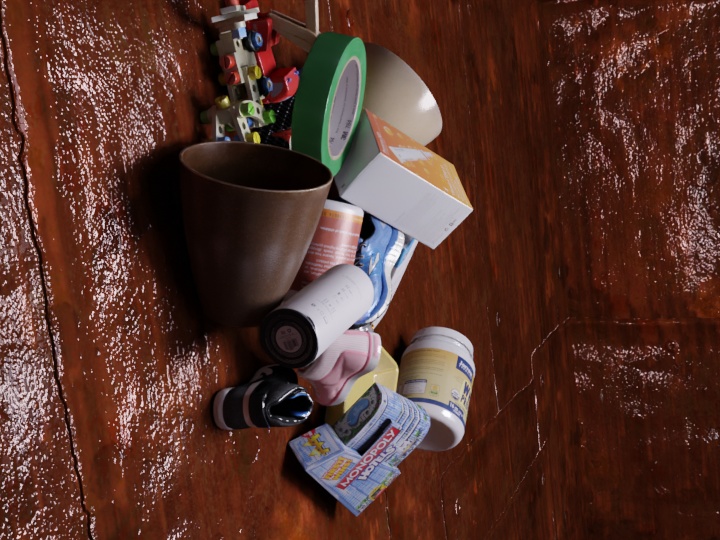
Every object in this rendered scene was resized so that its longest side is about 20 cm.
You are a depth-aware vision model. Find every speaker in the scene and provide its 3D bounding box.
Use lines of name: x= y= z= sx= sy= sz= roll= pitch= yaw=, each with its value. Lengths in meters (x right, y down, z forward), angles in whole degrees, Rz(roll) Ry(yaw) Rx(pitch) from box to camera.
speaker: x=-0.051 y=0.055 z=1.317 sx=0.200 sy=0.081 sz=0.081 roll=-40 pitch=123 yaw=-63

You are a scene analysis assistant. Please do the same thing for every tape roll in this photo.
tape roll: x=-0.043 y=-0.234 z=1.438 sx=0.200 sy=0.048 sz=0.201 roll=14 pitch=90 yaw=-78

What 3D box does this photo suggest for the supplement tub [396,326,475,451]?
supplement tub: x=0.136 y=0.220 z=1.897 sx=0.144 sy=0.144 sz=0.200 roll=63 pitch=33 yaw=-43

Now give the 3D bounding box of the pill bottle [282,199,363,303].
pill bottle: x=-0.067 y=-0.003 z=1.469 sx=0.112 sy=0.112 sz=0.200 roll=9 pitch=92 yaw=-66

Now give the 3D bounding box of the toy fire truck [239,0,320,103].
toy fire truck: x=-0.107 y=-0.333 z=1.403 sx=0.049 sy=0.141 sz=0.200 roll=-58 pitch=138 yaw=-54

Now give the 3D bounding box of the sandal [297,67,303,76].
sandal: x=-0.078 y=-0.231 z=1.567 sx=0.087 sy=0.079 sz=0.200 roll=14 pitch=78 yaw=-29

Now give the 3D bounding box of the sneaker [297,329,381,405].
sneaker: x=-0.055 y=0.134 z=1.435 sx=0.200 sy=0.105 sz=0.075 roll=132 pitch=-40 yaw=-56

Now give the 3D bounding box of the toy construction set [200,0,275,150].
toy construction set: x=-0.166 y=-0.259 z=1.336 sx=0.131 sy=0.092 sz=0.200 roll=-38 pitch=132 yaw=-62

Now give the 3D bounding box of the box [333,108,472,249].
box: x=0.061 y=-0.141 z=1.581 sx=0.200 sy=0.097 sz=0.124 roll=27 pitch=30 yaw=-33

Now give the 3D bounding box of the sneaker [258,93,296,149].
sneaker: x=-0.112 y=-0.176 z=1.487 sx=0.093 sy=0.070 sz=0.200 roll=87 pitch=13 yaw=-50

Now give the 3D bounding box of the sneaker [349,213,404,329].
sneaker: x=0.000 y=0.000 z=1.534 sx=0.089 sy=0.079 sz=0.200 roll=35 pitch=51 yaw=-30

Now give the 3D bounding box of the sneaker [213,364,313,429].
sneaker: x=-0.104 y=0.176 z=1.381 sx=0.200 sy=0.112 sz=0.073 roll=-21 pitch=108 yaw=-66

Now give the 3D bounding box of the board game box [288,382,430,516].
board game box: x=-0.005 y=0.272 z=1.554 sx=0.200 sy=0.200 sz=0.062 roll=33 pitch=14 yaw=-50

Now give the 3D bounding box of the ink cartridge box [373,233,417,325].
ink cartridge box: x=0.031 y=0.006 z=1.711 sx=0.115 sy=0.068 sz=0.200 roll=-49 pitch=165 yaw=-57

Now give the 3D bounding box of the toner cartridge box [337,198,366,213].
toner cartridge box: x=-0.007 y=-0.081 z=1.730 sx=0.200 sy=0.043 sz=0.095 roll=-47 pitch=132 yaw=-60

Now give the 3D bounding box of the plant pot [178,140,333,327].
plant pot: x=-0.141 y=-0.038 z=1.266 sx=0.187 sy=0.187 sz=0.200 roll=-40 pitch=144 yaw=-62

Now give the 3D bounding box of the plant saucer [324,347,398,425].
plant saucer: x=-0.002 y=0.214 z=1.696 sx=0.200 sy=0.048 sz=0.200 roll=52 pitch=40 yaw=-53

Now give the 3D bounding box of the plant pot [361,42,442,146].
plant pot: x=0.015 y=-0.251 z=1.663 sx=0.134 sy=0.200 sz=0.200 roll=-45 pitch=138 yaw=-15

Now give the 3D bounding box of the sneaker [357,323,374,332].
sneaker: x=-0.014 y=0.077 z=1.612 sx=0.078 sy=0.077 sz=0.200 roll=147 pitch=-42 yaw=-69
